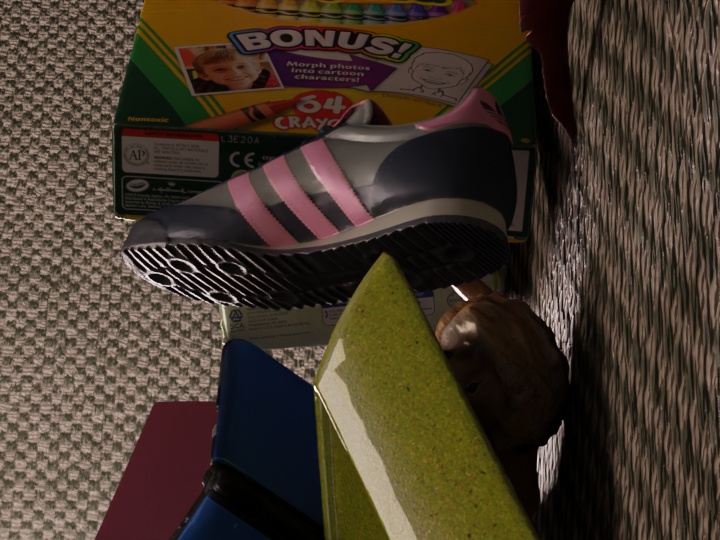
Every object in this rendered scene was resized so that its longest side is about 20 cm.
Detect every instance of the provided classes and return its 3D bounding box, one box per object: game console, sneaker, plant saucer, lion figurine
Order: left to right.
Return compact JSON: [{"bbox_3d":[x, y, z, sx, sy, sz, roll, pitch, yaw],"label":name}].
[{"bbox_3d":[-0.021,0.162,1.134,0.171,0.199,0.118,-55,20,-3],"label":"game console"},{"bbox_3d":[-0.017,-0.033,1.061,0.070,0.198,0.083,43,-131,-51],"label":"sneaker"},{"bbox_3d":[0.029,0.128,0.974,0.201,0.048,0.201,88,159,-54],"label":"plant saucer"},{"bbox_3d":[0.058,0.074,1.078,0.123,0.072,0.201,54,165,38],"label":"lion figurine"}]

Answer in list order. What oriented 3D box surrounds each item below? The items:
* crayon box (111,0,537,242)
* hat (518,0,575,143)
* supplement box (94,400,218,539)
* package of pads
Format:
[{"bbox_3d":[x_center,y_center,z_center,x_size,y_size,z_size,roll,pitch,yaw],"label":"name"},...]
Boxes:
[{"bbox_3d":[-0.015,-0.087,1.160,0.173,0.198,0.059,-87,0,-56],"label":"crayon box"},{"bbox_3d":[0.091,-0.164,0.898,0.199,0.175,0.167,-12,71,49],"label":"hat"},{"bbox_3d":[-0.048,0.170,1.226,0.200,0.085,0.111,56,-135,-41],"label":"supplement box"},{"bbox_3d":[0.000,0.000,1.292,0.200,0.153,0.069,-132,36,-87],"label":"package of pads"}]
